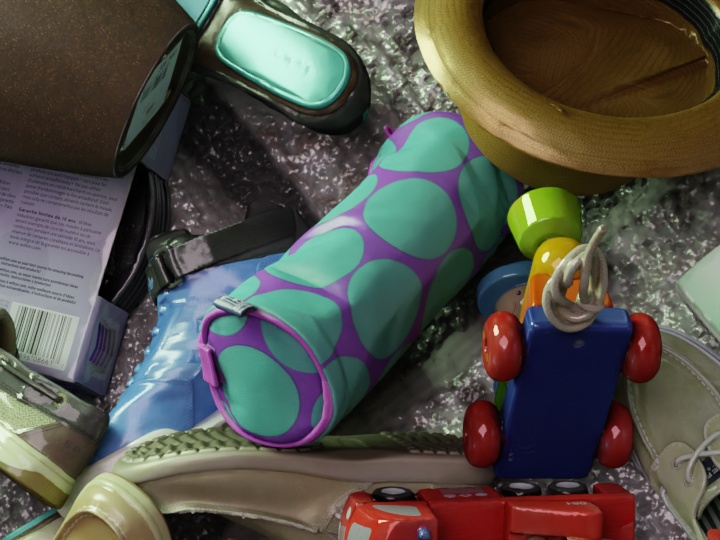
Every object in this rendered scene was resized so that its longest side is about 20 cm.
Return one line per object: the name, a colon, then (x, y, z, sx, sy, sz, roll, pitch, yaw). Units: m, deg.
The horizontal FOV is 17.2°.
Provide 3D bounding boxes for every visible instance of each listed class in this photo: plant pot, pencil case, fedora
plant pot: (-0.195, -0.135, 1.267, 0.200, 0.187, 0.187, 27, 84, 7)
pencil case: (0.000, 0.000, 1.211, 0.092, 0.085, 0.200, 20, 44, 27)
fedora: (0.116, -0.098, 1.230, 0.200, 0.082, 0.201, 10, 49, -11)

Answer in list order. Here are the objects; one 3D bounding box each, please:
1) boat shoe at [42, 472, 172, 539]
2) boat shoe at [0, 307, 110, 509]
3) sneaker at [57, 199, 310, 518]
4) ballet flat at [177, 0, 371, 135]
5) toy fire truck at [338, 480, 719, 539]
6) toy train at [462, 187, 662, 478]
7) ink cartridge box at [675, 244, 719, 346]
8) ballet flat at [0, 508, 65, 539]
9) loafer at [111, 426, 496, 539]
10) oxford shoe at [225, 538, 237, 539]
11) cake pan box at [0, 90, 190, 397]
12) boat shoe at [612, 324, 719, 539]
boat shoe: (-0.148, 0.191, 1.208, 0.073, 0.063, 0.200, 34, 125, 23)
boat shoe: (-0.208, 0.048, 1.267, 0.201, 0.072, 0.066, 38, 79, 30)
sneaker: (-0.098, 0.042, 1.280, 0.200, 0.077, 0.111, -35, 74, 0)
ballet flat: (-0.075, -0.131, 1.327, 0.200, 0.068, 0.068, 38, 88, 22)
toy fire truck: (0.097, 0.140, 1.136, 0.199, 0.141, 0.049, -1, 98, -10)
toy train: (0.098, 0.004, 1.167, 0.084, 0.200, 0.116, 0, 49, -7)
ink cartridge box: (0.285, 0.007, 1.195, 0.200, 0.050, 0.161, -41, 68, 5)
ballet flat: (-0.229, 0.196, 1.288, 0.200, 0.069, 0.070, -27, 69, 8)
loafer: (-0.027, 0.119, 1.212, 0.199, 0.076, 0.069, 2, 94, -10)
oxford shoe: (-0.041, 0.235, 1.229, 0.072, 0.071, 0.201, -2, 66, -16)
cake pan box: (-0.208, -0.037, 1.351, 0.199, 0.052, 0.185, 10, 80, 19)
boat shoe: (0.186, 0.107, 1.187, 0.072, 0.062, 0.200, -34, 67, 5)
